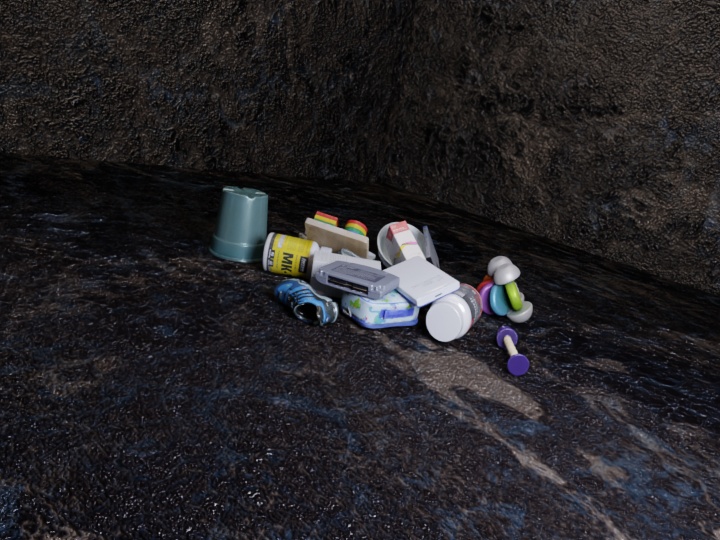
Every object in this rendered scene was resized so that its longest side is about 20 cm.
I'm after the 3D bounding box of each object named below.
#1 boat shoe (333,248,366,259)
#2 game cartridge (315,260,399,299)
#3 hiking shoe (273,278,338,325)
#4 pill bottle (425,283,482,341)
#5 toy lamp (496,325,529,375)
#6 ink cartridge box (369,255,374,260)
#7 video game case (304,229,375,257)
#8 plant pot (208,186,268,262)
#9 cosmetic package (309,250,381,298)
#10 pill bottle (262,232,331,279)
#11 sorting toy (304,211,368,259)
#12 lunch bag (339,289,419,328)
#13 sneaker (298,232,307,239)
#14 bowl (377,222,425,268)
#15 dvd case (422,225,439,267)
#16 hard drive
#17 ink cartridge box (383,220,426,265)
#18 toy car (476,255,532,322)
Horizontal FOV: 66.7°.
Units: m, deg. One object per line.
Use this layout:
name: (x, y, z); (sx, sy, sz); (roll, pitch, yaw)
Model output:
boat shoe: (0.000, 0.000, 1.618); (0.196, 0.070, 0.074); (26, 44, -33)
game cartridge: (-0.004, 0.021, 1.409); (0.194, 0.042, 0.132); (15, 24, 26)
hiking shoe: (-0.148, 0.074, 1.351); (0.195, 0.077, 0.086); (20, 17, 28)
pill bottle: (0.244, 0.111, 1.426); (0.112, 0.120, 0.199); (17, 17, 22)
toy lamp: (0.373, 0.192, 1.356); (0.056, 0.060, 0.201); (11, 19, 2)
ink cartridge box: (-0.056, -0.029, 1.796); (0.193, 0.062, 0.104); (14, 14, 7)
video game case: (-0.070, -0.089, 1.883); (0.179, 0.024, 0.197); (14, -10, 45)
plant pot: (-0.378, -0.154, 1.745); (0.192, 0.204, 0.201); (10, 15, -3)
cosmetic package: (-0.044, 0.018, 1.548); (0.192, 0.105, 0.072); (10, 27, -5)
pill bottle: (-0.187, -0.038, 1.634); (0.192, 0.119, 0.115); (11, 15, 1)
sorting toy: (-0.061, -0.093, 1.655); (0.192, 0.071, 0.202); (18, -25, 8)
lunch bag: (0.053, 0.089, 1.428); (0.195, 0.086, 0.159); (-1, 19, -38)
sneaker: (-0.191, -0.076, 1.849); (0.079, 0.086, 0.200); (26, 0, -3)
bowl: (0.140, -0.060, 1.913); (0.193, 0.091, 0.207); (9, 54, -12)
dvd case: (0.240, -0.039, 1.814); (0.017, 0.146, 0.203); (-17, 31, 13)
hard drive: (0.153, 0.025, 1.441); (0.128, 0.026, 0.199); (-22, 28, -18)
ink cartridge box: (0.149, -0.040, 1.769); (0.065, 0.118, 0.204); (-16, 61, -17)
toy car: (0.424, 0.069, 1.668); (0.146, 0.180, 0.201); (-23, 15, 6)
